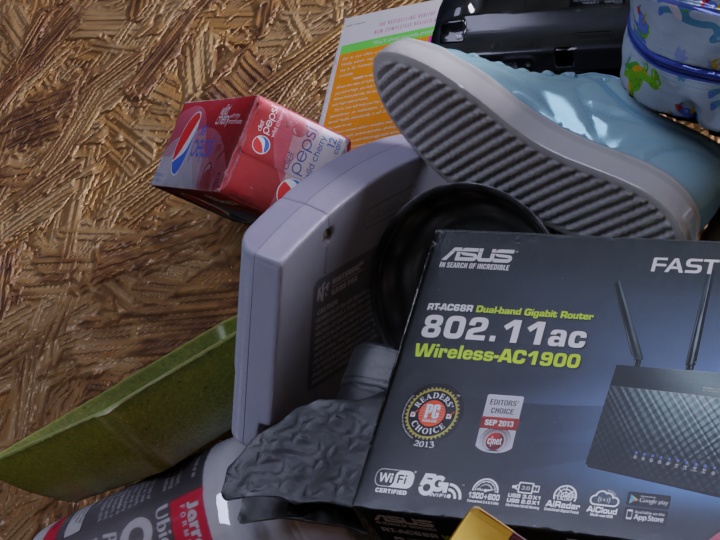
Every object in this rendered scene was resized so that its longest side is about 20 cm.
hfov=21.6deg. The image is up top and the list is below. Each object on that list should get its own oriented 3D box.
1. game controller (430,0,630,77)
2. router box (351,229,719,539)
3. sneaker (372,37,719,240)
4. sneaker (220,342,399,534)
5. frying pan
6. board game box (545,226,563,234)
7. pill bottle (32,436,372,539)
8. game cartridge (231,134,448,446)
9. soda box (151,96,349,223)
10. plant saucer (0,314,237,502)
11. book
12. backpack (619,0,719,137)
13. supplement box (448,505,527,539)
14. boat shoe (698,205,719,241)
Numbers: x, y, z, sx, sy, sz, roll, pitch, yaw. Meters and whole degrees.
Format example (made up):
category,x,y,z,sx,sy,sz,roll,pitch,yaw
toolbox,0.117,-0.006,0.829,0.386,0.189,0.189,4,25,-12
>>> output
category,x,y,z,sx,sy,sz,roll,pitch,yaw
game controller,0.141,-0.147,1.118,0.199,0.042,0.104,-1,29,12
router box,0.111,0.062,0.850,0.199,0.062,0.150,3,59,26
sneaker,0.101,-0.073,0.984,0.200,0.074,0.082,32,52,21
sneaker,0.037,0.102,0.934,0.199,0.060,0.105,17,69,23
frying pan,0.085,-0.007,0.961,0.190,0.031,0.115,-34,78,28
board game box,0.124,0.042,0.981,0.120,0.032,0.201,-37,57,18
pill bottle,-0.080,0.157,1.045,0.199,0.111,0.111,-27,41,23
game cartridge,0.000,0.000,1.028,0.040,0.134,0.200,24,32,26
soda box,-0.074,-0.068,1.206,0.064,0.070,0.200,-67,18,-4
plant saucer,-0.101,0.073,1.106,0.199,0.048,0.200,-31,3,-33
book,0.033,-0.085,1.215,0.133,0.048,0.201,-10,52,36
backpack,0.210,-0.138,0.952,0.163,0.154,0.200,25,51,27
supplement box,0.080,0.241,0.739,0.199,0.133,0.198,31,77,21
boat shoe,0.221,-0.025,0.971,0.072,0.065,0.200,-21,26,36
